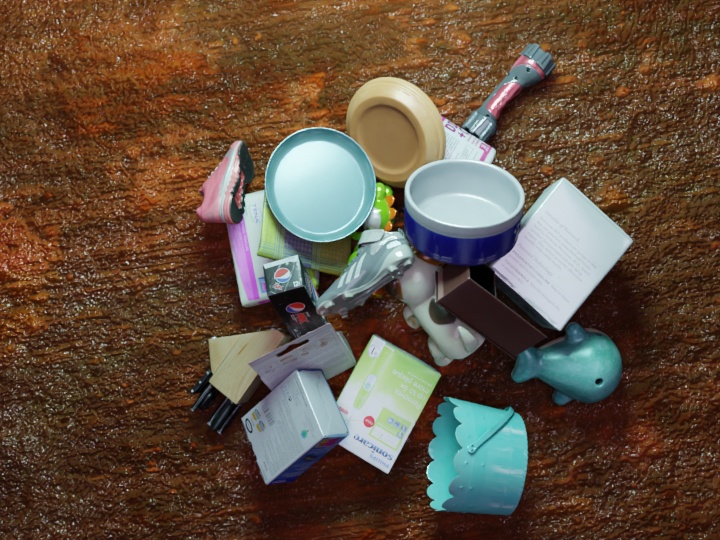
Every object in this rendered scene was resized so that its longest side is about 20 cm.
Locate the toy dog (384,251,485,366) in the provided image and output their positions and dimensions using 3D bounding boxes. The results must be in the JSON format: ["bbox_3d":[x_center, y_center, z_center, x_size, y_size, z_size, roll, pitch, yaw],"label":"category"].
[{"bbox_3d":[0.127,0.061,1.585,0.139,0.194,0.201,-37,94,12],"label":"toy dog"}]

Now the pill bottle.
[{"bbox_3d":[0.136,-0.219,1.626,0.198,0.113,0.115,31,89,2],"label":"pill bottle"}]

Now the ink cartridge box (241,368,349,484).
[{"bbox_3d":[-0.128,0.285,1.591,0.200,0.076,0.138,-41,60,27],"label":"ink cartridge box"}]

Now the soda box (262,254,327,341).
[{"bbox_3d":[-0.110,0.054,1.580,0.069,0.201,0.064,-15,60,4],"label":"soda box"}]

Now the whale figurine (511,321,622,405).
[{"bbox_3d":[0.371,0.173,1.591,0.196,0.104,0.162,4,110,-12],"label":"whale figurine"}]

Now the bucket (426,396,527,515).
[{"bbox_3d":[0.202,0.327,1.568,0.132,0.207,0.212,9,88,-8],"label":"bucket"}]

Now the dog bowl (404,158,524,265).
[{"bbox_3d":[0.170,-0.100,1.488,0.196,0.202,0.080,2,129,2],"label":"dog bowl"}]

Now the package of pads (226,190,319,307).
[{"bbox_3d":[-0.161,-0.048,1.653,0.151,0.068,0.204,-12,88,2],"label":"package of pads"}]

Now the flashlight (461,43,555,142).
[{"bbox_3d":[0.273,-0.321,1.649,0.068,0.068,0.201,39,88,7],"label":"flashlight"}]

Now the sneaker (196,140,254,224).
[{"bbox_3d":[-0.249,-0.164,1.617,0.085,0.074,0.202,-6,45,14],"label":"sneaker"}]

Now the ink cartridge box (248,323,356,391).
[{"bbox_3d":[-0.104,0.149,1.583,0.159,0.201,0.051,-27,58,0],"label":"ink cartridge box"}]

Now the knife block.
[{"bbox_3d":[-0.215,0.205,1.638,0.196,0.064,0.179,-9,85,11],"label":"knife block"}]

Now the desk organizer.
[{"bbox_3d":[0.220,0.059,1.510,0.199,0.073,0.077,35,128,-26],"label":"desk organizer"}]

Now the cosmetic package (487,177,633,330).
[{"bbox_3d":[0.340,-0.024,1.587,0.166,0.167,0.201,40,89,3],"label":"cosmetic package"}]

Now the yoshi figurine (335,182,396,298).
[{"bbox_3d":[0.008,-0.058,1.629,0.110,0.112,0.204,11,88,8],"label":"yoshi figurine"}]

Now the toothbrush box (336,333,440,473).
[{"bbox_3d":[0.037,0.238,1.630,0.144,0.086,0.202,30,91,3],"label":"toothbrush box"}]

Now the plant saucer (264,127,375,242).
[{"bbox_3d":[-0.071,-0.148,1.573,0.196,0.027,0.205,2,81,-11],"label":"plant saucer"}]

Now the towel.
[{"bbox_3d":[-0.094,-0.073,1.612,0.197,0.023,0.147,12,75,-34],"label":"towel"}]

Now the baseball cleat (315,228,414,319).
[{"bbox_3d":[0.000,0.000,1.548,0.198,0.070,0.108,-29,60,9],"label":"baseball cleat"}]

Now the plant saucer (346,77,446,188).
[{"bbox_3d":[0.055,-0.234,1.564,0.197,0.037,0.203,19,128,26],"label":"plant saucer"}]
